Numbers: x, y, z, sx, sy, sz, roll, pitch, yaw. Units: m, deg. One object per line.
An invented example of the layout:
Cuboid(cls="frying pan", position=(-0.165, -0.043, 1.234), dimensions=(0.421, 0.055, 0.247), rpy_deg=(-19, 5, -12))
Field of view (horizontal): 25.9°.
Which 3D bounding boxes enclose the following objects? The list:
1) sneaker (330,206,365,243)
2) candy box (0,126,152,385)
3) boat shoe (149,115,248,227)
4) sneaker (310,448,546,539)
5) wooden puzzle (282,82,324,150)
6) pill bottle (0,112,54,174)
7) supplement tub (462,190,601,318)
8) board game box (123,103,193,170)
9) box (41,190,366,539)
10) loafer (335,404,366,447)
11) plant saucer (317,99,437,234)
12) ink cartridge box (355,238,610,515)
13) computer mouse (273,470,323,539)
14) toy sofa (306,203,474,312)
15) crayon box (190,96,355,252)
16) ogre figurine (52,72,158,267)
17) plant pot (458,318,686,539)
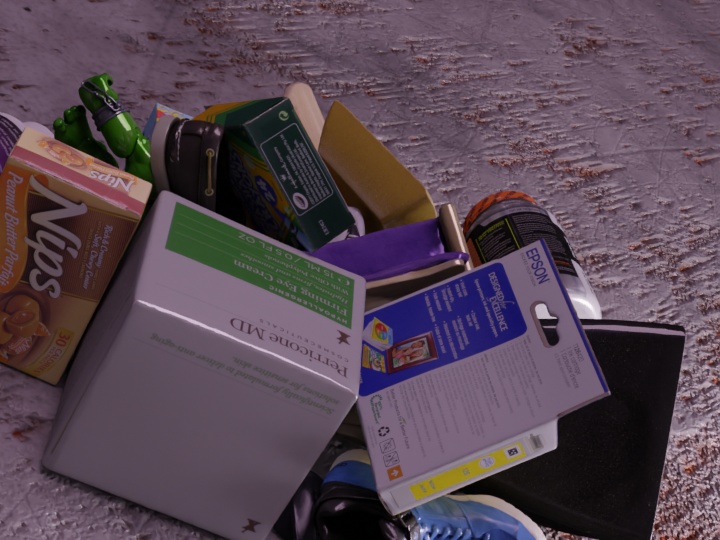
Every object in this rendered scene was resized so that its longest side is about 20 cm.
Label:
Cuboid(cls="sneaker", position=(-0.059, 0.016, 1.521), dimensions=(0.115, 0.075, 0.200), rpy_deg=(7, 57, 5))
Cuboid(cls="candy box", position=(-0.267, -0.009, 1.310), dimensions=(0.115, 0.200, 0.055), rpy_deg=(24, 31, -12))
Cuboid(cls="boat shoe", position=(-0.131, -0.045, 1.355), dimensions=(0.060, 0.201, 0.072), rpy_deg=(4, 45, 14))
Cuboid(cls="sneaker", position=(0.054, 0.225, 1.305), dimensions=(0.200, 0.077, 0.111), rpy_deg=(25, 26, 5))
Cuboid(cls="wooden puzzle", position=(-0.065, -0.080, 1.671), dimensions=(0.200, 0.046, 0.185), rpy_deg=(-70, 141, -57))
Cuboid(cls="pill bottle", position=(-0.363, -0.081, 1.418), dimensions=(0.112, 0.113, 0.200), rpy_deg=(41, 32, 17))
Cuboid(cls="supplement tub", position=(0.186, 0.007, 1.764), dimensions=(0.122, 0.123, 0.200), rpy_deg=(14, 35, -26))
Cuboid(cls="board game box", position=(-0.176, -0.059, 1.557), dimensions=(0.103, 0.105, 0.200), rpy_deg=(19, 33, -20))
Cuboid(cls="box", position=(-0.126, 0.083, 1.299), dimensions=(0.199, 0.200, 0.171), rpy_deg=(24, 33, -14))
Cuboid(cls="loafer", position=(0.023, 0.131, 1.412), dimensions=(0.076, 0.068, 0.200), rpy_deg=(27, -7, -29))
Cuboid(cls="plant saucer", position=(0.022, -0.047, 1.613), dimensions=(0.048, 0.200, 0.200), rpy_deg=(-30, 45, -12))
Cuboid(cls="ink cartridge box", position=(0.091, 0.084, 1.302), dimensions=(0.198, 0.200, 0.047), rpy_deg=(-105, 172, -49))
Cuboid(cls="computer mouse", position=(-0.031, 0.239, 1.319), dimensions=(0.059, 0.034, 0.200), rpy_deg=(10, 37, -33))
Cuboid(cls="toy sofa", position=(0.000, 0.000, 1.434), dimensions=(0.200, 0.098, 0.083), rpy_deg=(-13, 62, -5))
Cuboid(cls="crayon box", position=(-0.094, -0.085, 1.396), dimensions=(0.052, 0.200, 0.126), rpy_deg=(-35, 107, -20))
Cuboid(cls="ogre figurine", position=(-0.232, -0.064, 1.401), dimensions=(0.120, 0.200, 0.098), rpy_deg=(33, 5, 16))
Cuboid(cls="plant pot", position=(0.160, 0.135, 1.432), dimensions=(0.177, 0.200, 0.199), rpy_deg=(12, -7, -13))
